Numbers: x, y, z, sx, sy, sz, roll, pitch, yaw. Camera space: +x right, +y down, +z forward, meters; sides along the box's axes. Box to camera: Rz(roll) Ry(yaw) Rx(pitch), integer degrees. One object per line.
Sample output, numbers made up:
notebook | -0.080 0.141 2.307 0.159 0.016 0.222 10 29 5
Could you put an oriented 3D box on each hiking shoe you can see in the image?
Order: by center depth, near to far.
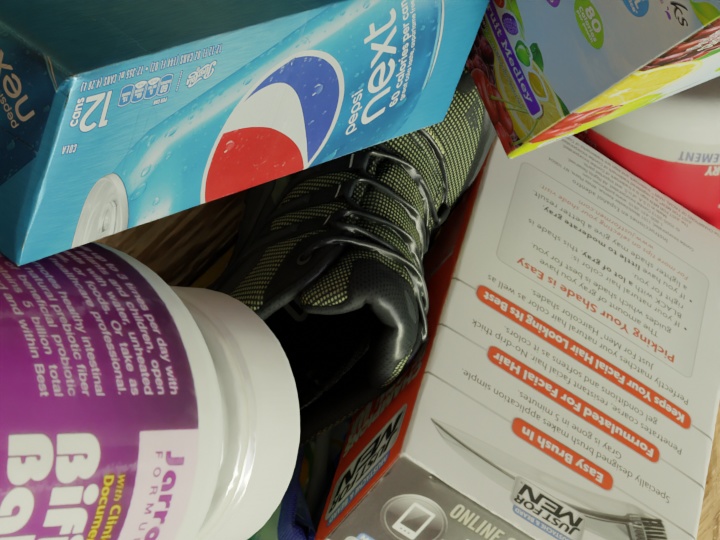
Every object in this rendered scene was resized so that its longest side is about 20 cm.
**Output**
hiking shoe | 0.000 0.000 0.915 0.076 0.101 0.200 44 74 -32

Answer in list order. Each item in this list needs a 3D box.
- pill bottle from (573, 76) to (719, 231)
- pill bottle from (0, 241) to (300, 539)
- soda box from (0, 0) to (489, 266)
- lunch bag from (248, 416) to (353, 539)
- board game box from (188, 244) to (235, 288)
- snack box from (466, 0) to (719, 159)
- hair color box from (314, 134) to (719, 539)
pill bottle | 0.117 -0.028 1.100 0.112 0.112 0.200 -36 150 -33
pill bottle | -0.110 0.046 0.776 0.200 0.112 0.112 0 122 -52
soda box | -0.047 -0.066 0.818 0.200 0.068 0.064 -22 140 -49
lunch bag | -0.001 0.116 1.023 0.200 0.127 0.170 -27 154 -51
board game box | -0.064 0.052 0.986 0.200 0.030 0.096 -41 153 -21
snack box | 0.137 -0.112 0.859 0.168 0.068 0.200 -22 178 -20
hair color box | 0.062 0.041 0.957 0.064 0.111 0.200 -50 -167 37
